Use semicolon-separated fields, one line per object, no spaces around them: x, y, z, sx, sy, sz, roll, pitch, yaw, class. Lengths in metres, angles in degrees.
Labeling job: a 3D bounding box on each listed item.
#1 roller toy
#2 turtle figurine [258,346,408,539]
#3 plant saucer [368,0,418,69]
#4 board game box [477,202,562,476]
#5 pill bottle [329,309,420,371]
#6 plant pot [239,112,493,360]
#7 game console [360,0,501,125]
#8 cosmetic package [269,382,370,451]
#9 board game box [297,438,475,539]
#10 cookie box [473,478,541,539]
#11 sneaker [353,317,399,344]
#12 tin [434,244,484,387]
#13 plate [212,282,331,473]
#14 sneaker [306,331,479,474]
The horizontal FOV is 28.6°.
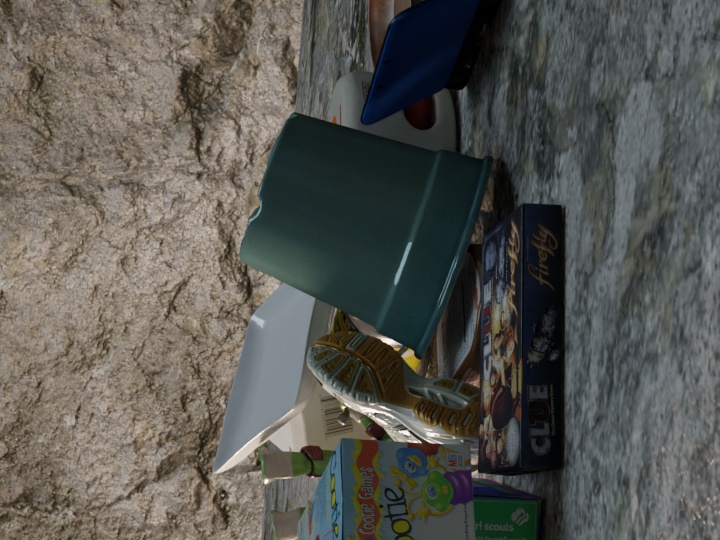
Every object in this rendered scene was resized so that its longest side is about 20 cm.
0.024;-0.126;1.555;0.182;0.137;0.203;171;102;-81;roller toy
-0.005;0.204;1.444;0.201;0.191;0.145;-108;10;-50;turtle figurine
0.050;-0.323;1.746;0.200;0.036;0.204;179;90;-76;plant saucer
0.127;0.060;1.134;0.136;0.034;0.203;129;143;-76;board game box
0.022;0.073;1.592;0.201;0.109;0.113;106;165;-58;pill bottle
0.000;-0.044;1.322;0.200;0.194;0.203;-161;90;-90;plant pot
0.068;-0.259;1.383;0.200;0.116;0.173;113;159;-64;game console
-0.058;0.142;1.569;0.200;0.080;0.115;-170;72;-70;cosmetic package
0.015;0.217;1.104;0.201;0.101;0.106;113;158;-61;board game box
0.089;0.278;1.167;0.171;0.074;0.203;162;111;-81;cookie box
0.000;0.000;1.469;0.077;0.199;0.076;-49;-20;-22;sneaker
0.103;0.051;1.303;0.201;0.041;0.114;111;157;-63;tin
-0.082;0.094;1.456;0.199;0.032;0.202;-44;29;50;plate
0.032;0.129;1.295;0.076;0.198;0.088;-43;-33;-34;sneaker
